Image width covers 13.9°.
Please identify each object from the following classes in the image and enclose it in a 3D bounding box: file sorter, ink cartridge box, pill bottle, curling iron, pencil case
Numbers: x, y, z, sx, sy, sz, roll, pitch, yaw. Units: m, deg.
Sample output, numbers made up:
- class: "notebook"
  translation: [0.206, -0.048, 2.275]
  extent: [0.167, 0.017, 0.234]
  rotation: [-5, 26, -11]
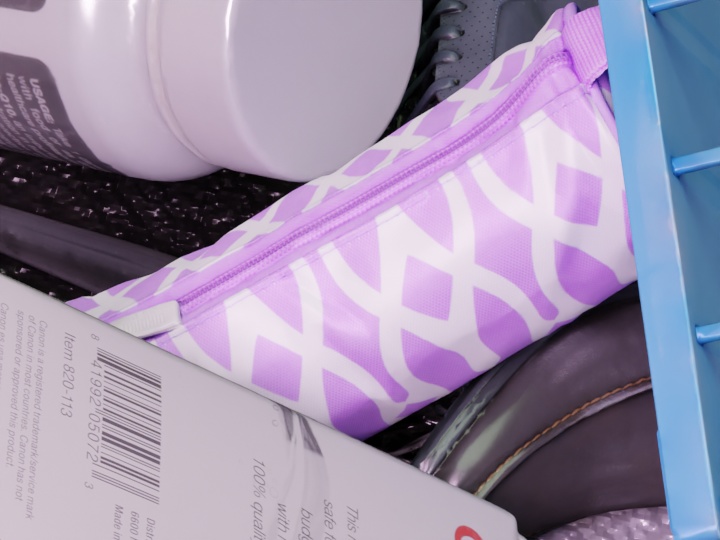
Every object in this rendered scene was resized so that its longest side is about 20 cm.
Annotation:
- class: "file sorter"
  translation: [0.149, -0.024, 0.811]
  extent: [0.122, 0.139, 0.201]
  rotation: [-13, 72, 21]
- class: "ink cartridge box"
  translation: [-0.054, 0.104, 0.769]
  extent: [0.200, 0.083, 0.147]
  rotation: [27, 42, -28]
- class: "pill bottle"
  translation: [-0.087, -0.090, 0.938]
  extent: [0.199, 0.113, 0.113]
  rotation: [14, 45, 37]
- class: "curling iron"
  translation: [-0.053, 0.016, 0.944]
  extent: [0.199, 0.026, 0.050]
  rotation: [27, 49, 19]
- class: "pencil case"
  translation: [0.000, 0.000, 0.861]
  extent: [0.200, 0.086, 0.084]
  rotation: [-31, 43, 8]

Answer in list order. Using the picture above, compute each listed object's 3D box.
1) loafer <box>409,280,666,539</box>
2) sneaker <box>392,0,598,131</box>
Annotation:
- class: "loafer"
  translation: [0.095, 0.041, 0.906]
  extent: [0.200, 0.073, 0.072]
  rotation: [-33, 63, -27]
- class: "sneaker"
  translation: [0.013, -0.087, 0.983]
  extent: [0.146, 0.077, 0.202]
  rotation: [38, 44, -1]
